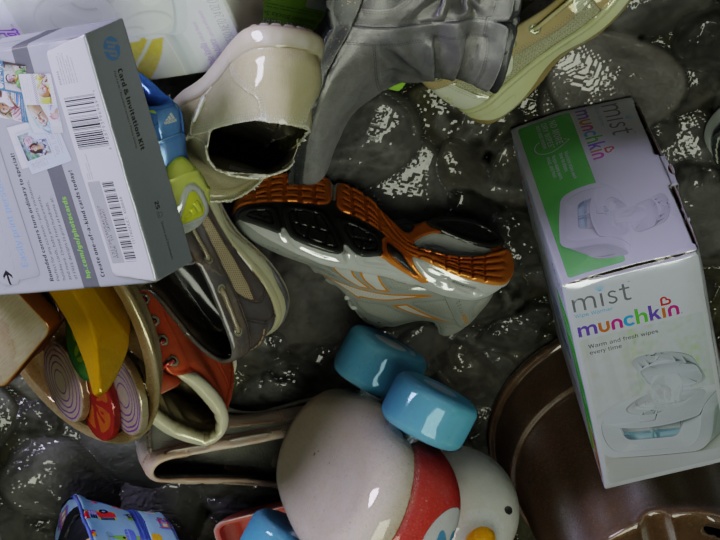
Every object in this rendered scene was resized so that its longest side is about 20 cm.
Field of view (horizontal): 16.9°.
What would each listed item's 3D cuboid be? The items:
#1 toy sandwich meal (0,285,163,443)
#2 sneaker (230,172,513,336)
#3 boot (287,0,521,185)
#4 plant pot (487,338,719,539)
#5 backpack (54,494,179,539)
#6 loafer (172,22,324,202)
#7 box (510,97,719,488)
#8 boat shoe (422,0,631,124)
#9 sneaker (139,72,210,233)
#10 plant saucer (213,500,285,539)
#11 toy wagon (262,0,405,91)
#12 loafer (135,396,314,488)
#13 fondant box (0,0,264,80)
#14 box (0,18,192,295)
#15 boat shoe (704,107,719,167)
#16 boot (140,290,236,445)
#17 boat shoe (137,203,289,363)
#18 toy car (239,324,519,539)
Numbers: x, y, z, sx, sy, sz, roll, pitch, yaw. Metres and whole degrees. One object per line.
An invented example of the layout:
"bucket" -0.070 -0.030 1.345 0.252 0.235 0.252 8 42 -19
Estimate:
"toy sandwich meal" -0.215 0.037 1.615 0.070 0.205 0.205 -33 133 -35
"sneaker" 0.000 0.000 1.686 0.200 0.076 0.092 17 133 -11
"boot" 0.030 -0.129 1.551 0.132 0.070 0.200 12 123 -10
"plant pot" 0.204 0.171 1.749 0.200 0.198 0.200 -3 123 -5
"backpack" -0.159 0.263 1.781 0.134 0.183 0.200 -8 113 -13
"loafer" -0.078 -0.085 1.519 0.076 0.068 0.200 9 154 -15
"box" 0.178 0.012 1.638 0.097 0.200 0.177 -15 125 2
"boat shoe" 0.119 -0.181 1.582 0.063 0.073 0.201 30 122 -29
"sneaker" -0.174 -0.087 1.535 0.200 0.076 0.105 12 115 37
"plant saucer" 0.006 0.234 1.861 0.200 0.037 0.200 -14 123 2
"toy wagon" -0.040 -0.160 1.592 0.155 0.040 0.200 12 122 -14
"loafer" -0.065 0.135 1.769 0.200 0.063 0.072 2 124 -9
"fondant box" -0.177 -0.180 1.501 0.200 0.058 0.144 -6 140 17
"box" -0.208 -0.064 1.487 0.200 0.041 0.156 -6 107 36
"boat shoe" 0.328 -0.050 1.701 0.200 0.060 0.076 22 118 -20
"boot" -0.154 0.035 1.667 0.075 0.107 0.200 -33 119 18
"boat shoe" -0.129 -0.020 1.624 0.200 0.073 0.074 46 132 -12
"toy car" 0.053 0.169 1.696 0.200 0.177 0.184 23 98 -27
